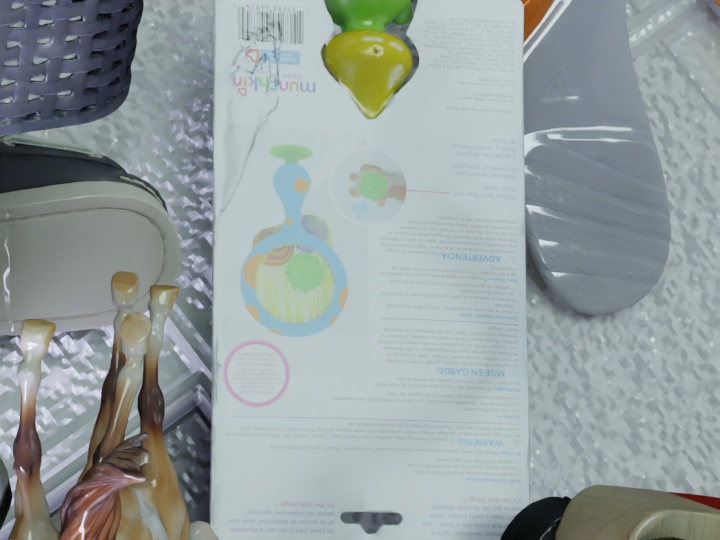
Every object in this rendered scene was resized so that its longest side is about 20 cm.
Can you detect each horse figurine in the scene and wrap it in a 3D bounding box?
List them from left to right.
[{"bbox_3d":[-0.076,0.074,0.873,0.050,0.200,0.133,3,96,4],"label":"horse figurine"}]

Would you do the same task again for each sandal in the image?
[{"bbox_3d":[0.061,-0.084,1.080,0.079,0.059,0.207,-15,98,-18],"label":"sandal"}]

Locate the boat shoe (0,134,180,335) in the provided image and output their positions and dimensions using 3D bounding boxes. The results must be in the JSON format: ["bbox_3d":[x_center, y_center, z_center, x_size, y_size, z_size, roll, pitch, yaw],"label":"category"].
[{"bbox_3d":[-0.164,-0.015,0.968,0.199,0.073,0.063,1,27,-17],"label":"boat shoe"}]

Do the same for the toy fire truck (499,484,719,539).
[{"bbox_3d":[0.138,0.167,0.983,0.200,0.129,0.177,7,93,-26],"label":"toy fire truck"}]

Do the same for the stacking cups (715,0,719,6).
[{"bbox_3d":[0.147,-0.136,1.138,0.060,0.060,0.200,-33,90,-29],"label":"stacking cups"}]

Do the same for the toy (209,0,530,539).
[{"bbox_3d":[0.000,0.000,1.019,0.115,0.047,0.201,2,82,-13],"label":"toy"}]

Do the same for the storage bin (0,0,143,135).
[{"bbox_3d":[-0.171,-0.111,0.849,0.200,0.094,0.135,-10,46,-24],"label":"storage bin"}]

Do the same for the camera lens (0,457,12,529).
[{"bbox_3d":[-0.216,0.077,0.840,0.200,0.160,0.160,33,62,-8],"label":"camera lens"}]
